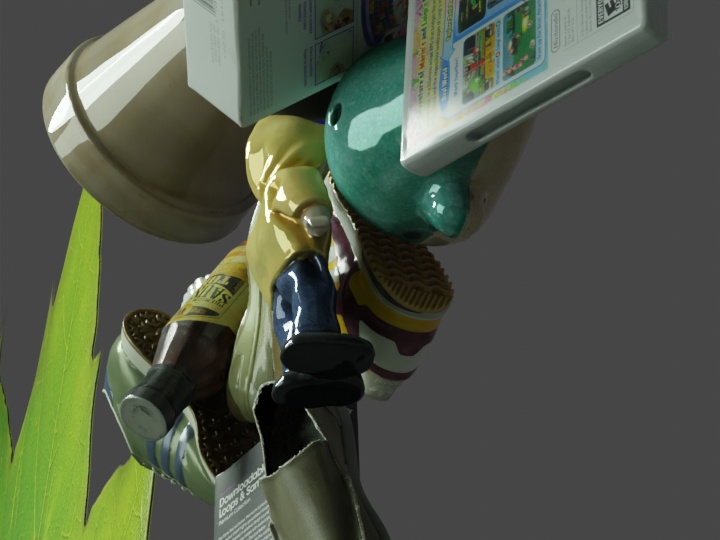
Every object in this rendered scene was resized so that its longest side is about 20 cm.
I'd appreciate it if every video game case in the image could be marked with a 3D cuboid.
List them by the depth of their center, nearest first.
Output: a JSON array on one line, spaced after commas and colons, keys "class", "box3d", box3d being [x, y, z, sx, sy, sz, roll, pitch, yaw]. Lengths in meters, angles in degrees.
[{"class": "video game case", "box3d": [0.093, -0.170, 1.203, 0.182, 0.024, 0.200, -28, 47, 42]}]

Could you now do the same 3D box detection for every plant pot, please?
[{"class": "plant pot", "box3d": [-0.130, -0.150, 1.804, 0.174, 0.200, 0.200, -44, 35, 33]}]

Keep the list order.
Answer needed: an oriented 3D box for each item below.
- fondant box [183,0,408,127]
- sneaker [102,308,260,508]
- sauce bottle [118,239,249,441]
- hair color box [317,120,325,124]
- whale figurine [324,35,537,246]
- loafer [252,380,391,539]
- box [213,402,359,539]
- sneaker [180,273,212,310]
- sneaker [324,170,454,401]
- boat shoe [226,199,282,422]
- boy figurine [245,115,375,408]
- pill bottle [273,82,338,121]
[{"class": "fondant box", "box3d": [-0.013, -0.193, 1.333, 0.058, 0.200, 0.145, 39, 143, 36]}, {"class": "sneaker", "box3d": [-0.129, 0.129, 1.671, 0.200, 0.067, 0.090, 53, 135, 20]}, {"class": "sauce bottle", "box3d": [-0.111, 0.051, 1.637, 0.200, 0.066, 0.066, -53, -8, -48]}, {"class": "hair color box", "box3d": [-0.024, -0.170, 1.584, 0.109, 0.065, 0.200, 85, -173, -61]}, {"class": "whale figurine", "box3d": [0.045, -0.096, 1.297, 0.200, 0.104, 0.160, 138, 140, -60]}, {"class": "loafer", "box3d": [-0.035, 0.149, 1.407, 0.075, 0.070, 0.200, -36, 44, 17]}, {"class": "box", "box3d": [-0.050, 0.198, 1.497, 0.143, 0.036, 0.200, -41, 40, 41]}, {"class": "sneaker", "box3d": [-0.140, 0.094, 1.828, 0.089, 0.078, 0.200, -93, 21, -43]}, {"class": "sneaker", "box3d": [0.000, 0.000, 1.436, 0.200, 0.075, 0.090, -106, 37, -57]}, {"class": "boat shoe", "box3d": [-0.047, 0.015, 1.616, 0.073, 0.063, 0.201, 27, -107, -61]}, {"class": "boy figurine", "box3d": [-0.036, -0.010, 1.365, 0.124, 0.064, 0.200, 104, 164, -49]}, {"class": "pill bottle", "box3d": [-0.045, -0.205, 1.478, 0.112, 0.112, 0.200, 124, 142, -53]}]
